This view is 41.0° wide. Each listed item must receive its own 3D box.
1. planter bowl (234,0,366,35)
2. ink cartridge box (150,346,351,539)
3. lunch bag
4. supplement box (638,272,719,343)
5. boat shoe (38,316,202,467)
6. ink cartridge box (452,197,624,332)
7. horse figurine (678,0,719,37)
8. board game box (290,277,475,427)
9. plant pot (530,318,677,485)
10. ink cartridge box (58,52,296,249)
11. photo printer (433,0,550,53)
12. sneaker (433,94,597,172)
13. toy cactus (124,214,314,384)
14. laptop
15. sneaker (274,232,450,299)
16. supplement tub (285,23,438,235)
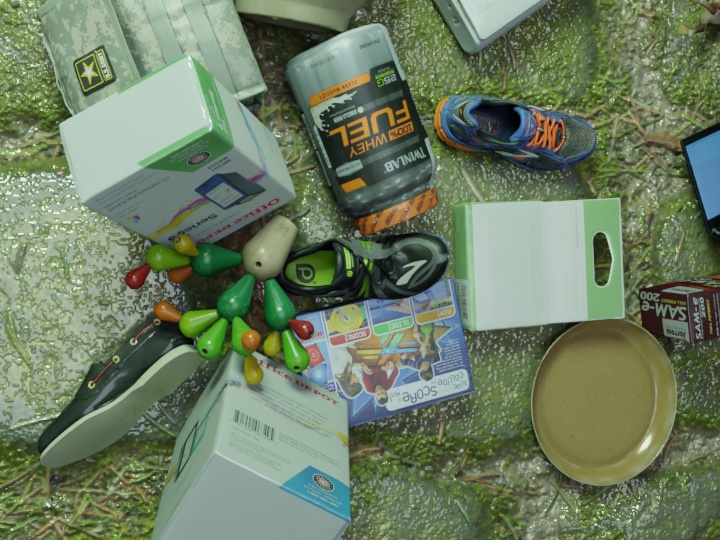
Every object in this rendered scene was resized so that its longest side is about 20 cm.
[{"bbox_3d":[-0.063,-0.319,0.985,0.196,0.200,0.138,8,99,-15],"label":"planter bowl"},{"bbox_3d":[-0.105,0.204,0.959,0.145,0.201,0.147,29,111,-13],"label":"ink cartridge box"},{"bbox_3d":[-0.216,-0.217,0.982,0.197,0.118,0.167,-22,94,-9],"label":"lunch bag"},{"bbox_3d":[0.453,0.037,1.169,0.196,0.109,0.062,-10,95,-15],"label":"supplement box"},{"bbox_3d":[-0.258,0.128,1.010,0.201,0.074,0.063,-40,65,-1],"label":"boat shoe"},{"bbox_3d":[0.210,-0.009,1.134,0.196,0.048,0.149,-4,93,-15],"label":"ink cartridge box"},{"bbox_3d":[0.429,-0.360,1.176,0.131,0.050,0.204,-14,87,-31],"label":"horse figurine"},{"bbox_3d":[0.024,0.096,1.094,0.196,0.034,0.138,-13,94,-13],"label":"board game box"},{"bbox_3d":[0.293,0.158,1.172,0.196,0.027,0.205,0,91,-14],"label":"plant pot"},{"bbox_3d":[-0.169,-0.102,0.932,0.143,0.200,0.089,-26,71,10],"label":"ink cartridge box"},{"bbox_3d":[0.163,-0.372,1.101,0.199,0.069,0.168,-36,100,-12],"label":"photo printer"},{"bbox_3d":[0.185,-0.158,1.108,0.196,0.078,0.077,5,91,-15],"label":"sneaker"},{"bbox_3d":[-0.119,0.012,0.968,0.198,0.103,0.166,31,67,4],"label":"toy cactus"},{"bbox_3d":[0.511,-0.097,1.166,0.175,0.200,0.105,-24,134,-24],"label":"laptop"},{"bbox_3d":[0.000,0.000,1.036,0.195,0.083,0.072,-5,91,5],"label":"sneaker"},{"bbox_3d":[0.007,-0.150,1.039,0.121,0.122,0.203,-24,97,-13],"label":"supplement tub"}]
